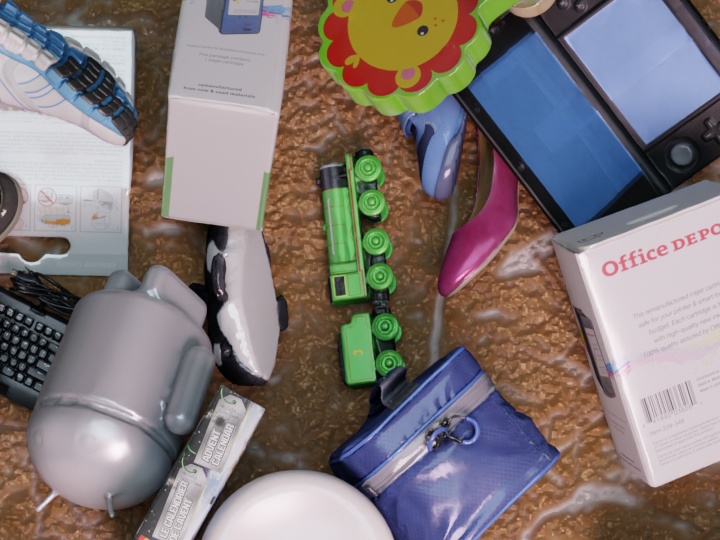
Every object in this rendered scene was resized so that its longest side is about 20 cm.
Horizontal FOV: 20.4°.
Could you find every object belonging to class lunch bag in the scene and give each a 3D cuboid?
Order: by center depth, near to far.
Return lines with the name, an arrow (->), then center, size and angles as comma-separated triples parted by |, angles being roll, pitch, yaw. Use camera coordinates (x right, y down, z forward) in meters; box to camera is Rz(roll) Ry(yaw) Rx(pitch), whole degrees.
lunch bag -> 0.053, 0.137, 1.512 | 0.136, 0.200, 0.132 | -42, 86, -11

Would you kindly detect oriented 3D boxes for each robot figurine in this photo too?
robot figurine -> -0.181, 0.095, 1.509 | 0.113, 0.169, 0.201 | 43, 53, -36

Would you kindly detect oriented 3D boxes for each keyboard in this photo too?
keyboard -> -0.264, 0.049, 1.584 | 0.199, 0.040, 0.104 | 26, 79, -2

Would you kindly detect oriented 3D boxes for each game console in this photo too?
game console -> 0.199, -0.141, 1.604 | 0.172, 0.119, 0.200 | -36, 95, 26

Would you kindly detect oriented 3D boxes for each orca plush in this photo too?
orca plush -> -0.117, 0.001, 1.596 | 0.071, 0.105, 0.201 | -17, 81, 24

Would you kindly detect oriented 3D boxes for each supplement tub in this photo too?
supplement tub -> -0.049, 0.229, 1.484 | 0.144, 0.200, 0.146 | 1, 78, -4

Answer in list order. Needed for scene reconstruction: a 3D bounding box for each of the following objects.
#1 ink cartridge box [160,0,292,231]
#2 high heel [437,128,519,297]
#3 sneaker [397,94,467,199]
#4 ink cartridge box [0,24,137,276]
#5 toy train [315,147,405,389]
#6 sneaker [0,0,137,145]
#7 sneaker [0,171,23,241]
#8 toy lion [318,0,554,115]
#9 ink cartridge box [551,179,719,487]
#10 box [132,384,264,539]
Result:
ink cartridge box -> -0.101, -0.156, 1.558 | 0.087, 0.146, 0.201 | 8, 53, -2
high heel -> 0.093, -0.076, 1.624 | 0.096, 0.067, 0.200 | 36, 72, -7
sneaker -> 0.047, -0.152, 1.642 | 0.082, 0.074, 0.201 | -2, 71, -3
ink cartridge box -> -0.263, -0.098, 1.627 | 0.159, 0.047, 0.201 | 1, 94, -5
toy train -> 0.000, 0.000, 1.621 | 0.056, 0.042, 0.201 | -8, 79, 5
sneaker -> -0.269, -0.151, 1.576 | 0.200, 0.075, 0.087 | 35, 115, -7
sneaker -> -0.366, -0.041, 1.543 | 0.199, 0.106, 0.075 | -13, 76, 7
toy lion -> 0.044, -0.226, 1.599 | 0.191, 0.069, 0.200 | -35, 57, 6
ink cartridge box -> 0.252, 0.047, 1.575 | 0.147, 0.086, 0.201 | -20, 101, -8
box -> -0.125, 0.165, 1.492 | 0.040, 0.200, 0.137 | 29, 77, 0
